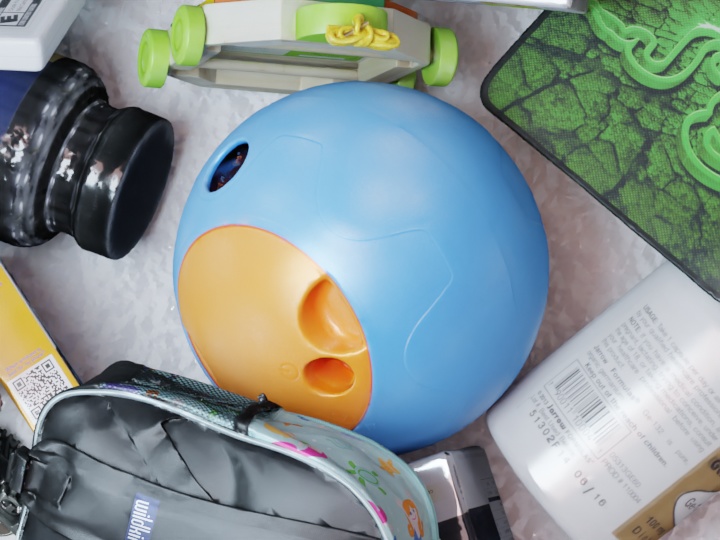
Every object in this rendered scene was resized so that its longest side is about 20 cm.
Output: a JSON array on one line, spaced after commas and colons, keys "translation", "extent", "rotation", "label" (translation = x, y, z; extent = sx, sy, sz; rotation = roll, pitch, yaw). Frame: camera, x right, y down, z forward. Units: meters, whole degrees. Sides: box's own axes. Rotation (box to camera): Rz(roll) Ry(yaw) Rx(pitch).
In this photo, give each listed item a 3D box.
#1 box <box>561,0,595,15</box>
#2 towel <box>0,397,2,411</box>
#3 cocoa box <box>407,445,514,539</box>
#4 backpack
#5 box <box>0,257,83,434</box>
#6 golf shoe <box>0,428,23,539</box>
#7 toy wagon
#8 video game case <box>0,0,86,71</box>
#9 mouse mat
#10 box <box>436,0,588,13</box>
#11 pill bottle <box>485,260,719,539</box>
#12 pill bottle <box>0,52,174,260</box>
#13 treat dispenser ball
[{"translation": [0.209, -0.199, 1.527], "extent": [0.200, 0.044, 0.161], "rotation": [-2, 86, 12], "label": "box"}, {"translation": [-0.244, 0.014, 1.522], "extent": [0.023, 0.200, 0.144], "rotation": [-35, 98, -6], "label": "towel"}, {"translation": [-0.013, 0.188, 1.510], "extent": [0.200, 0.133, 0.131], "rotation": [-19, 84, 10], "label": "cocoa box"}, {"translation": [-0.062, 0.148, 1.374], "extent": [0.200, 0.151, 0.178], "rotation": [15, 101, 20], "label": "backpack"}, {"translation": [-0.184, 0.052, 1.557], "extent": [0.041, 0.119, 0.200], "rotation": [-31, 82, -5], "label": "box"}, {"translation": [-0.254, 0.119, 1.585], "extent": [0.200, 0.078, 0.095], "rotation": [40, 109, -10], "label": "golf shoe"}, {"translation": [-0.027, -0.122, 1.493], "extent": [0.155, 0.200, 0.040], "rotation": [3, 83, -19], "label": "toy wagon"}, {"translation": [-0.235, -0.167, 1.553], "extent": [0.182, 0.200, 0.023], "rotation": [3, 122, 12], "label": "video game case"}, {"translation": [0.179, -0.095, 1.470], "extent": [0.200, 0.008, 0.161], "rotation": [41, 89, 25], "label": "mouse mat"}, {"translation": [0.021, -0.195, 1.461], "extent": [0.200, 0.112, 0.102], "rotation": [6, 95, 9], "label": "box"}, {"translation": [0.176, 0.058, 1.487], "extent": [0.200, 0.114, 0.114], "rotation": [-40, 81, 7], "label": "pill bottle"}, {"translation": [-0.213, -0.080, 1.576], "extent": [0.200, 0.112, 0.112], "rotation": [21, 92, 12], "label": "pill bottle"}, {"translation": [0.000, 0.000, 1.482], "extent": [0.201, 0.201, 0.201], "rotation": [-1, 87, 12], "label": "treat dispenser ball"}]
